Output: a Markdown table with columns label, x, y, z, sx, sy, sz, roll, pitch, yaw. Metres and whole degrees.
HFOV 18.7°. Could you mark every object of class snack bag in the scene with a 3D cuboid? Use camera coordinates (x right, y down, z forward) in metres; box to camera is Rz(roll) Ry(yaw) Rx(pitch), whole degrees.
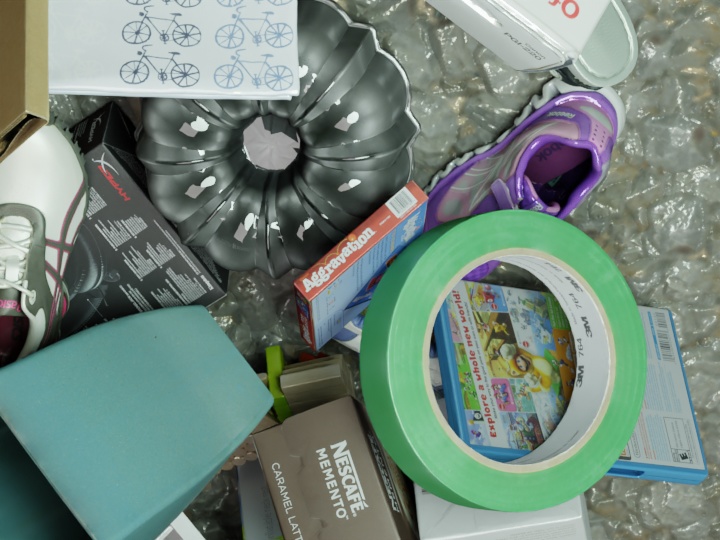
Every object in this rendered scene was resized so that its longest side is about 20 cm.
| label | x | y | z | sx | sy | sz | roll | pitch | yaw |
| --- | --- | --- | --- | --- | --- | --- | --- | --- | --- |
| snack bag | -0.130 | -0.202 | 1.422 | 0.187 | 0.202 | 0.021 | 2 | 157 | -2 |

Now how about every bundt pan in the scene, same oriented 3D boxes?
| label | x | y | z | sx | sy | sz | roll | pitch | yaw |
| --- | --- | --- | --- | --- | --- | --- | --- | --- | --- |
| bundt pan | -0.062 | -0.083 | 1.470 | 0.200 | 0.076 | 0.204 | 2 | 110 | 6 |

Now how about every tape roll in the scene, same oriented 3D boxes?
| label | x | y | z | sx | sy | sz | roll | pitch | yaw |
| --- | --- | --- | --- | --- | --- | --- | --- | --- | --- |
| tape roll | 0.098 | 0.061 | 1.474 | 0.199 | 0.048 | 0.202 | 1 | 87 | -25 |

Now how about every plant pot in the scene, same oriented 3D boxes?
| label | x | y | z | sx | sy | sz | roll | pitch | yaw |
| --- | --- | --- | --- | --- | --- | --- | --- | --- | --- |
| plant pot | -0.168 | 0.117 | 1.505 | 0.142 | 0.199 | 0.141 | 51 | 142 | 9 |

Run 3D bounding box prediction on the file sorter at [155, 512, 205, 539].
| label | x | y | z | sx | sy | sz | roll | pitch | yaw |
| --- | --- | --- | --- | --- | --- | --- | --- | --- | --- |
| file sorter | -0.175 | 0.244 | 1.661 | 0.124 | 0.138 | 0.201 | -43 | 115 | -16 |

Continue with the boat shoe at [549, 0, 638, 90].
| label | x | y | z | sx | sy | sz | roll | pitch | yaw |
| --- | --- | --- | --- | --- | --- | --- | --- | --- | --- |
| boat shoe | 0.120 | -0.214 | 1.470 | 0.075 | 0.060 | 0.202 | -23 | 98 | -19 |

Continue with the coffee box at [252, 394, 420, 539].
| label | x | y | z | sx | sy | sz | roll | pitch | yaw |
| --- | --- | --- | --- | --- | --- | --- | --- | --- | --- |
| coffee box | -0.008 | 0.169 | 1.593 | 0.079 | 0.200 | 0.115 | -21 | 78 | 5 |

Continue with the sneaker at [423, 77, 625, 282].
| label | x | y | z | sx | sy | sz | roll | pitch | yaw |
| --- | --- | --- | --- | --- | --- | --- | --- | --- | --- |
| sneaker | 0.108 | -0.051 | 1.552 | 0.080 | 0.089 | 0.200 | 37 | 114 | -20 |

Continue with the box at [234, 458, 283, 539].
| label | x | y | z | sx | sy | sz | roll | pitch | yaw |
| --- | --- | --- | --- | --- | --- | --- | --- | --- | --- |
| box | -0.050 | 0.227 | 1.644 | 0.047 | 0.200 | 0.123 | -21 | 117 | 4 |

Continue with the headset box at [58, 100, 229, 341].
| label | x | y | z | sx | sy | sz | roll | pitch | yaw |
| --- | --- | --- | --- | --- | --- | --- | --- | --- | --- |
| headset box | -0.216 | -0.002 | 1.585 | 0.199 | 0.077 | 0.149 | -32 | 114 | 17 |

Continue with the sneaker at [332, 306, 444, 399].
| label | x | y | z | sx | sy | sz | roll | pitch | yaw |
| --- | --- | --- | --- | --- | --- | --- | --- | --- | --- |
| sneaker | 0.040 | 0.076 | 1.630 | 0.199 | 0.075 | 0.088 | 25 | 120 | -11 |

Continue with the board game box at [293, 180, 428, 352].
| label | x | y | z | sx | sy | sz | roll | pitch | yaw |
| --- | --- | --- | --- | --- | --- | --- | --- | --- | --- |
| board game box | 0.000 | 0.000 | 1.479 | 0.103 | 0.200 | 0.019 | -40 | 82 | -8 |

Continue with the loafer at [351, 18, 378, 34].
| label | x | y | z | sx | sy | sz | roll | pitch | yaw |
| --- | --- | --- | --- | --- | --- | --- | --- | --- | --- |
| loafer | -0.015 | -0.087 | 1.538 | 0.067 | 0.076 | 0.202 | 0 | 119 | 7 |

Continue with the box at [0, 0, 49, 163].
| label | x | y | z | sx | sy | sz | roll | pitch | yaw |
| --- | --- | --- | --- | --- | --- | --- | --- | --- | --- |
| box | -0.248 | -0.150 | 1.411 | 0.021 | 0.202 | 0.163 | 17 | 146 | -34 |

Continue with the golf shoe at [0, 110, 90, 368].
| label | x | y | z | sx | sy | sz | roll | pitch | yaw |
| --- | --- | --- | --- | --- | --- | --- | --- | --- | --- |
| golf shoe | -0.228 | -0.013 | 1.489 | 0.076 | 0.088 | 0.202 | 5 | 116 | 0 |

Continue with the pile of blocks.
| label | x | y | z | sx | sy | sz | roll | pitch | yaw |
| --- | --- | --- | --- | --- | --- | --- | --- | --- | --- |
| pile of blocks | -0.090 | 0.100 | 1.641 | 0.199 | 0.063 | 0.082 | -29 | 138 | 25 |

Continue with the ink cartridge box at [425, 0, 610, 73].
| label | x | y | z | sx | sy | sz | roll | pitch | yaw |
| --- | --- | --- | --- | --- | --- | --- | --- | --- | --- |
| ink cartridge box | 0.113 | -0.248 | 1.390 | 0.145 | 0.085 | 0.201 | 35 | 77 | -18 |

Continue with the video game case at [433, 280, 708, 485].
| label | x | y | z | sx | sy | sz | roll | pitch | yaw |
| --- | --- | --- | --- | --- | --- | --- | --- | --- | --- |
| video game case | 0.149 | 0.080 | 1.569 | 0.198 | 0.144 | 0.018 | 8 | 144 | -23 |

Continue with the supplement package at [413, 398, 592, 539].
| label | x | y | z | sx | sy | sz | roll | pitch | yaw |
| --- | --- | --- | --- | --- | --- | --- | --- | --- | --- |
| supplement package | 0.111 | 0.194 | 1.632 | 0.119 | 0.122 | 0.201 | -10 | 141 | 6 |
